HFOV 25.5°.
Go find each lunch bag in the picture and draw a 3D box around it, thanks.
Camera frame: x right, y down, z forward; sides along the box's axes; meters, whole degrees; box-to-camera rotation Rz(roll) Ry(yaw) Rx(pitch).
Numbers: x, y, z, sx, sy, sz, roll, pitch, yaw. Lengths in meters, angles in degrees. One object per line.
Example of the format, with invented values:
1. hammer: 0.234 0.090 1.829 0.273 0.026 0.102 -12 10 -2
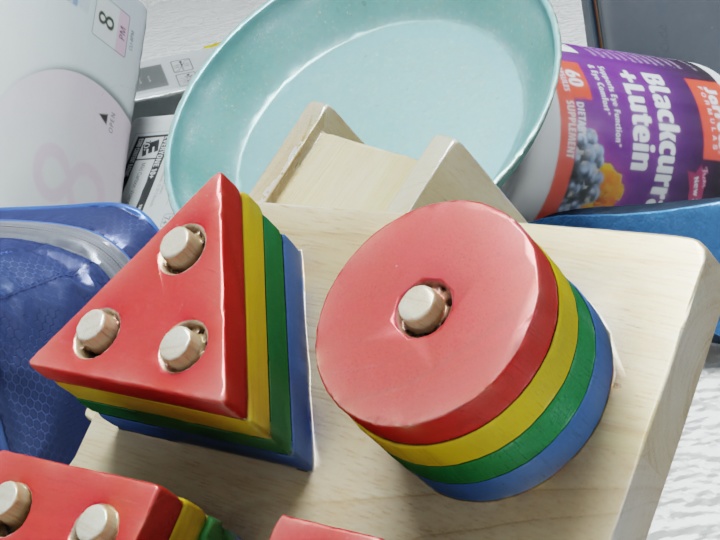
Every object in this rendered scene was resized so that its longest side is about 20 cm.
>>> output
1. lunch bag: -0.165 0.049 0.672 0.200 0.136 0.132 1 19 36

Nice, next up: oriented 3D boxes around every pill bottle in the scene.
1. pill bottle: 0.140 -0.062 0.861 0.200 0.112 0.111 2 8 -31

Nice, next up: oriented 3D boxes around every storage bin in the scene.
1. storage bin: 0.212 -0.135 1.002 0.145 0.200 0.134 -6 28 14

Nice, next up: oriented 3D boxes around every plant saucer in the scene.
1. plant saucer: 0.003 -0.070 0.748 0.200 0.036 0.200 -15 49 18

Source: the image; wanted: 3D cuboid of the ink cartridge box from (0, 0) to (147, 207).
1. ink cartridge box: -0.187 -0.101 0.746 0.057 0.163 0.200 -10 -28 28

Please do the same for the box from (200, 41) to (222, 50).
1. box: -0.095 -0.107 1.193 0.048 0.117 0.200 -14 16 8

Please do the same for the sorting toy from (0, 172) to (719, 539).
1. sorting toy: -0.025 0.060 0.455 0.200 0.070 0.199 6 64 39

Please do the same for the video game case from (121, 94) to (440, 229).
1. video game case: -0.062 0.004 0.767 0.182 0.024 0.200 -1 56 27

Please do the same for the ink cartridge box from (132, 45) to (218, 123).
1. ink cartridge box: -0.072 -0.060 0.984 0.200 0.174 0.044 -13 43 -11

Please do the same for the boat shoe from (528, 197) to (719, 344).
1. boat shoe: 0.167 -0.006 0.747 0.200 0.084 0.069 12 7 28

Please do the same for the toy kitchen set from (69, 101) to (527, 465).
1. toy kitchen set: 0.026 0.080 0.580 0.163 0.180 0.200 21 73 44
